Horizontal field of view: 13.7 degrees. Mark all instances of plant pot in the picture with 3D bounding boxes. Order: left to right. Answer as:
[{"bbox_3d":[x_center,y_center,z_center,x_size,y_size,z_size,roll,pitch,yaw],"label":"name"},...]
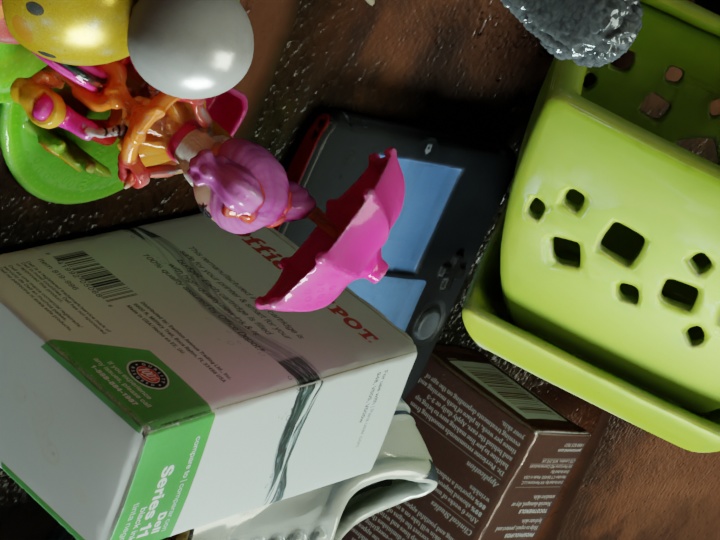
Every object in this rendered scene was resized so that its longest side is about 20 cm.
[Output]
[{"bbox_3d":[0.172,-0.025,1.685,0.182,0.200,0.199,-64,180,30],"label":"plant pot"}]

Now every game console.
[{"bbox_3d":[0.000,0.000,1.683,0.200,0.031,0.177,6,116,-57],"label":"game console"}]

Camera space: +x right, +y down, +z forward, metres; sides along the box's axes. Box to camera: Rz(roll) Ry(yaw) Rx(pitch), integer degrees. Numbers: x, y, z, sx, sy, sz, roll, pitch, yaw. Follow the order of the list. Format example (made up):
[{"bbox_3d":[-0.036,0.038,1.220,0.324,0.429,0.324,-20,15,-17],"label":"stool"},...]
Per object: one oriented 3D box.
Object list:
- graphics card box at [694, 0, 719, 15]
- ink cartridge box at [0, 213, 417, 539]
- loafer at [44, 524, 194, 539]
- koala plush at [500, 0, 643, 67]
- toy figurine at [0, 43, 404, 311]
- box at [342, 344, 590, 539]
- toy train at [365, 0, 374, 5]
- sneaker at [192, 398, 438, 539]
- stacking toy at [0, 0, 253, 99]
[{"bbox_3d":[0.290,-0.210,1.848,0.200,0.051,0.126,-30,142,-36],"label":"graphics card box"},{"bbox_3d":[-0.092,0.050,1.494,0.200,0.147,0.083,-13,133,-47],"label":"ink cartridge box"},{"bbox_3d":[-0.138,0.168,1.543,0.072,0.073,0.200,-32,-164,22],"label":"loafer"},{"bbox_3d":[0.116,-0.226,1.523,0.178,0.184,0.200,-55,172,20],"label":"koala plush"},{"bbox_3d":[-0.067,-0.058,1.381,0.150,0.184,0.200,-57,149,6],"label":"toy figurine"},{"bbox_3d":[0.046,0.157,1.836,0.075,0.100,0.200,8,114,-56],"label":"box"},{"bbox_3d":[-0.031,-0.202,1.399,0.200,0.084,0.116,16,95,-58],"label":"toy train"},{"bbox_3d":[-0.047,0.136,1.687,0.200,0.071,0.073,-29,154,-14],"label":"sneaker"},{"bbox_3d":[-0.118,-0.133,1.218,0.146,0.200,0.146,-34,144,-30],"label":"stacking toy"}]
